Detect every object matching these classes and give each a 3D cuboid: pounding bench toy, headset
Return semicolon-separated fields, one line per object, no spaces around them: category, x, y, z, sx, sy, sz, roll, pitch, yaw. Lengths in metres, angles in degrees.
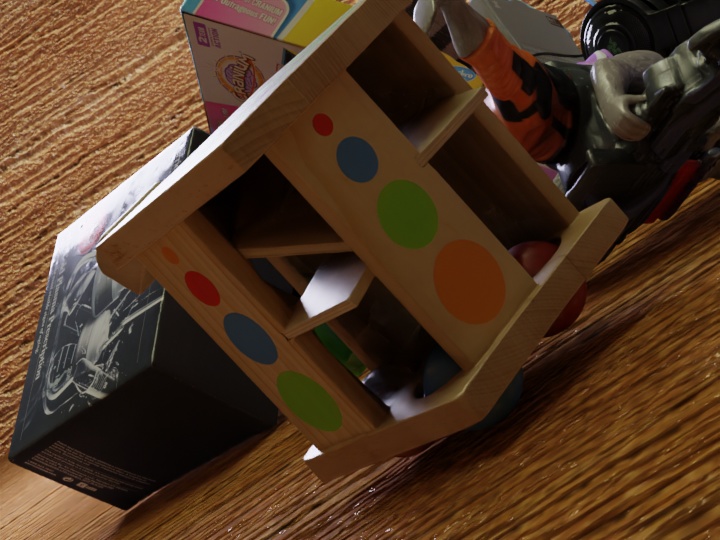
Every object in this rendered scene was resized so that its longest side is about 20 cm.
pounding bench toy;-0.012;0.002;0.701;0.124;0.156;0.200;-49;11;-34
headset;0.198;-0.152;1.161;0.199;0.094;0.123;-18;6;21

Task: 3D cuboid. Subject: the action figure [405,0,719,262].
action figure;0.099;-0.087;0.740;0.200;0.193;0.105;-48;34;45

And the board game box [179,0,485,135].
board game box;-0.011;-0.114;1.074;0.153;0.199;0.040;85;-154;-62

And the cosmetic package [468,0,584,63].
cosmetic package;0.083;-0.117;1.311;0.107;0.090;0.200;3;-40;-46

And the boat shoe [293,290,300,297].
boat shoe;0.000;0.000;1.153;0.200;0.062;0.075;-39;48;16

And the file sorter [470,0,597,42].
file sorter;0.118;-0.176;1.514;0.200;0.139;0.123;-37;-35;-26

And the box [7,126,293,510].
box;-0.141;0.036;1.152;0.182;0.104;0.201;-32;41;39

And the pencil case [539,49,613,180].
pencil case;0.094;-0.049;1.001;0.200;0.084;0.086;-38;42;5
